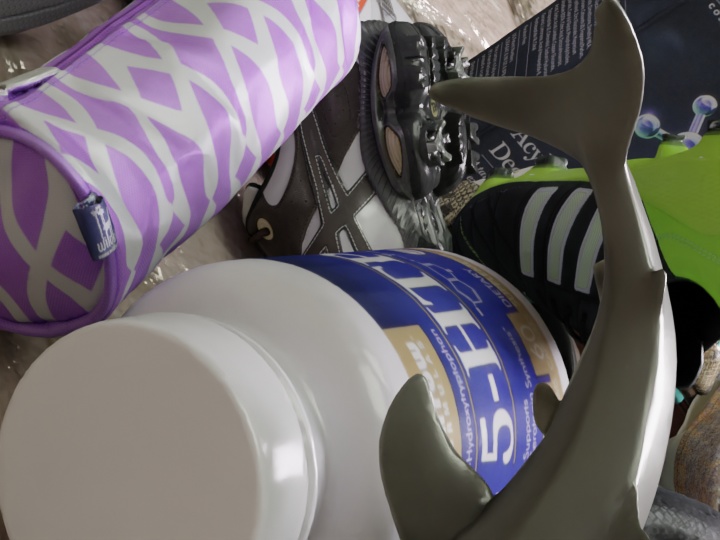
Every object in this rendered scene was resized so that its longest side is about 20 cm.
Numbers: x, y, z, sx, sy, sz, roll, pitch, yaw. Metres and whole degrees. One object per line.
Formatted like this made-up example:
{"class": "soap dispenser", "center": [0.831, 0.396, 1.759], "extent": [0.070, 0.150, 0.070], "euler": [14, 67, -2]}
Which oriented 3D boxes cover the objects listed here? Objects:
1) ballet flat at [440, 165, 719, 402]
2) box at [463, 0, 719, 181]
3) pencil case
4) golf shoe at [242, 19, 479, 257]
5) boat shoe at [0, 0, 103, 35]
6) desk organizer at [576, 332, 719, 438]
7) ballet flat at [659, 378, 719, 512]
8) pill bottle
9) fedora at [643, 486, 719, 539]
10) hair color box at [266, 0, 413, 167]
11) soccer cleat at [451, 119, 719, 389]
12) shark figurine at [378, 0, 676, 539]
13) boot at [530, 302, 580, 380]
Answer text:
{"class": "ballet flat", "center": [0.091, -0.007, 0.838], "extent": [0.200, 0.075, 0.068], "euler": [26, -14, 48]}
{"class": "box", "center": [0.150, -0.069, 0.994], "extent": [0.148, 0.200, 0.107], "euler": [47, 26, -20]}
{"class": "pencil case", "center": [-0.073, -0.057, 0.657], "extent": [0.200, 0.084, 0.086], "euler": [-50, 122, -52]}
{"class": "golf shoe", "center": [0.000, 0.000, 0.793], "extent": [0.078, 0.094, 0.201], "euler": [15, 72, -68]}
{"class": "boat shoe", "center": [-0.108, -0.141, 0.725], "extent": [0.200, 0.072, 0.071], "euler": [-25, 77, -49]}
{"class": "desk organizer", "center": [0.137, 0.075, 0.943], "extent": [0.200, 0.077, 0.072], "euler": [55, 25, -4]}
{"class": "ballet flat", "center": [0.165, 0.079, 0.845], "extent": [0.200, 0.067, 0.068], "euler": [-39, 112, -55]}
{"class": "pill bottle", "center": [-0.020, 0.055, 0.622], "extent": [0.120, 0.120, 0.200], "euler": [62, 25, 11]}
{"class": "fedora", "center": [0.055, 0.160, 0.612], "extent": [0.201, 0.200, 0.092], "euler": [51, -11, -13]}
{"class": "hair color box", "center": [-0.062, -0.147, 0.858], "extent": [0.200, 0.064, 0.111], "euler": [50, 24, -13]}
{"class": "soccer cleat", "center": [0.087, 0.001, 0.684], "extent": [0.067, 0.200, 0.081], "euler": [9, 81, -24]}
{"class": "shark figurine", "center": [0.059, 0.048, 0.513], "extent": [0.128, 0.215, 0.089], "euler": [23, -2, -19]}
{"class": "boot", "center": [0.084, 0.125, 0.784], "extent": [0.174, 0.069, 0.201], "euler": [53, 43, -53]}
